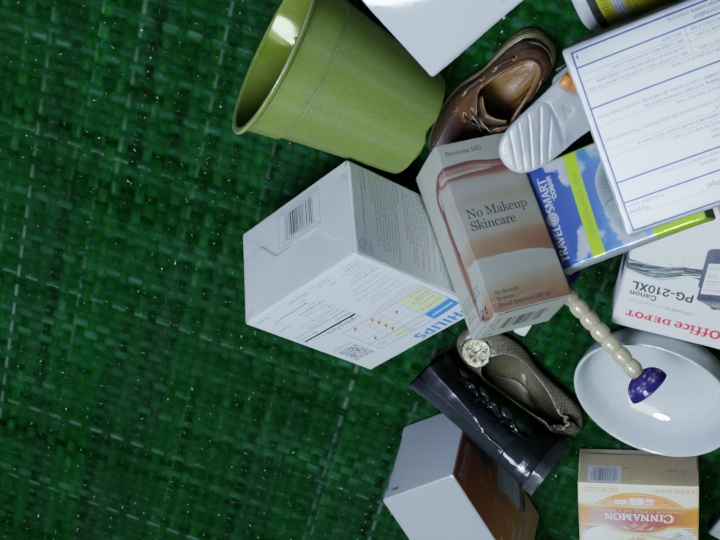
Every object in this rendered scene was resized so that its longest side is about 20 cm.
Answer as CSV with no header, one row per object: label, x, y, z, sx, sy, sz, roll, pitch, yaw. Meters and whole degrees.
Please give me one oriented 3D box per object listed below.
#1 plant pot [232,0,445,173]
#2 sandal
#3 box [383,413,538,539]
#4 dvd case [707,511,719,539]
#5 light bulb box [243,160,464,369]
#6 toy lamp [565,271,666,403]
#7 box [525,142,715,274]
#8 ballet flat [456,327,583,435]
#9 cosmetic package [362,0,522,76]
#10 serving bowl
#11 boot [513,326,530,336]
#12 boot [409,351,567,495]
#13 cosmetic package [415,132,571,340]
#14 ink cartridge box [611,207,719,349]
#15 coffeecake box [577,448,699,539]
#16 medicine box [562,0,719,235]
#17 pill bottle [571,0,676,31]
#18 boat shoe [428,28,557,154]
plant pot,-0.014,-0.201,1.555,0.188,0.201,0.201,25,124,-18
sandal,0.231,-0.189,1.546,0.206,0.059,0.080,-35,108,3
box,0.134,0.306,1.829,0.105,0.153,0.201,-22,114,25
dvd case,0.560,0.299,1.798,0.149,0.025,0.201,28,124,-5
light bulb box,0.000,0.000,1.630,0.199,0.126,0.197,22,141,-37
toy lamp,0.265,0.060,1.613,0.058,0.058,0.201,-39,92,30
box,0.269,-0.078,1.532,0.198,0.047,0.124,-22,79,27
ballet flat,0.201,0.144,1.777,0.199,0.047,0.067,40,121,-12
cosmetic package,0.117,-0.333,1.417,0.123,0.200,0.199,43,120,-14
serving bowl,0.361,0.135,1.708,0.198,0.066,0.202,18,140,15
boot,0.193,-0.024,1.671,0.089,0.073,0.202,22,115,6
boot,0.162,0.186,1.785,0.199,0.165,0.066,39,97,10
cosmetic package,0.145,-0.039,1.557,0.102,0.202,0.087,-14,162,-18
ink cartridge box,0.377,-0.024,1.609,0.143,0.085,0.202,13,122,7
coffeecake box,0.362,0.334,1.838,0.151,0.073,0.202,0,121,13
medicine box,0.322,-0.161,1.398,0.180,0.103,0.202,-19,97,21
pill bottle,0.307,-0.327,1.427,0.198,0.112,0.112,-18,115,23
boat shoe,0.140,-0.182,1.581,0.072,0.068,0.200,36,122,-10
